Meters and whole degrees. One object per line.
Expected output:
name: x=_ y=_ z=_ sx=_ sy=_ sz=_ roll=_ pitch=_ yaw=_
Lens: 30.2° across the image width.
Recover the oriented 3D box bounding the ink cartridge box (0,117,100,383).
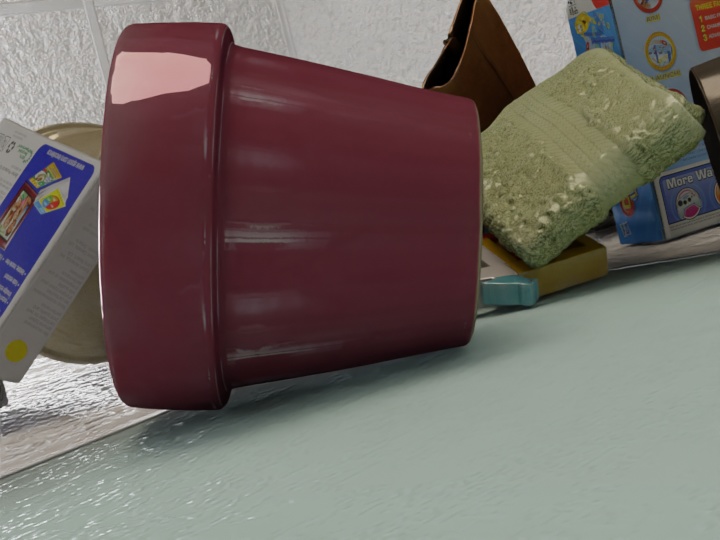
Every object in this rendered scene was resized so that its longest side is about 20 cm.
ink cartridge box: x=-0.252 y=0.001 z=0.901 sx=0.047 sy=0.201 sz=0.197 roll=36 pitch=-7 yaw=-37

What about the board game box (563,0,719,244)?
board game box: x=0.264 y=-0.139 z=0.993 sx=0.199 sy=0.197 sz=0.056 roll=-16 pitch=4 yaw=-25

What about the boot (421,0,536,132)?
boot: x=0.128 y=-0.144 z=1.047 sx=0.068 sy=0.200 sz=0.189 roll=-2 pitch=50 yaw=45

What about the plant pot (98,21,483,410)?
plant pot: x=-0.031 y=-0.026 z=0.689 sx=0.178 sy=0.201 sz=0.200 roll=1 pitch=4 yaw=-1

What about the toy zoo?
toy zoo: x=0.073 y=-0.013 z=0.870 sx=0.130 sy=0.021 sz=0.200 roll=-12 pitch=20 yaw=-14

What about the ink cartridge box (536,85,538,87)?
ink cartridge box: x=0.222 y=-0.106 z=1.268 sx=0.199 sy=0.041 sz=0.199 roll=26 pitch=-14 yaw=-17

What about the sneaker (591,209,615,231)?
sneaker: x=0.223 y=-0.068 z=1.122 sx=0.082 sy=0.078 sz=0.200 roll=-24 pitch=0 yaw=-30

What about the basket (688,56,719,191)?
basket: x=0.311 y=-0.100 z=0.801 sx=0.199 sy=0.137 sz=0.180 roll=-17 pitch=15 yaw=12

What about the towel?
towel: x=0.129 y=-0.080 z=0.859 sx=0.148 sy=0.037 sz=0.200 roll=-39 pitch=22 yaw=6

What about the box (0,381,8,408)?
box: x=-0.357 y=0.110 z=0.919 sx=0.199 sy=0.035 sz=0.110 roll=-14 pitch=4 yaw=4

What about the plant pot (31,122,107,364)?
plant pot: x=-0.180 y=-0.033 z=1.026 sx=0.200 sy=0.202 sz=0.183 roll=-17 pitch=3 yaw=-33
